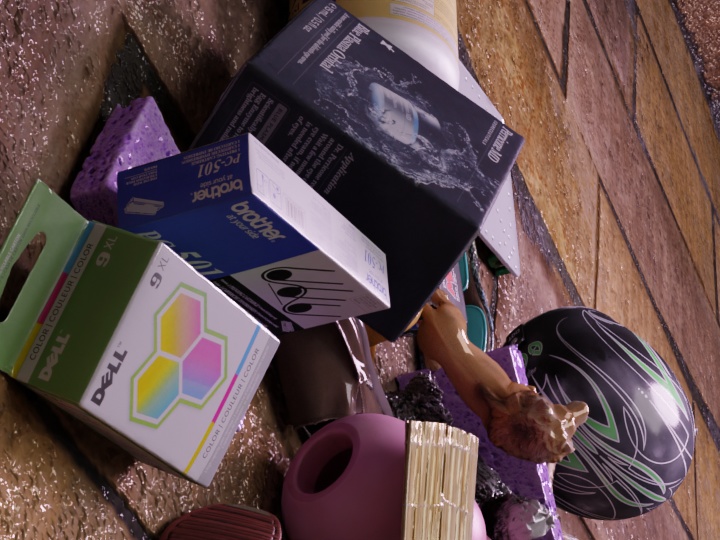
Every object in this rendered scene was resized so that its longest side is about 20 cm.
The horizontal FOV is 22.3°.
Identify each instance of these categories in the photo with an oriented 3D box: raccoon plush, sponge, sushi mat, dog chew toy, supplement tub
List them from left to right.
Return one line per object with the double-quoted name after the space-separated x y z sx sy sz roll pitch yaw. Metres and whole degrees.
-0.121 -0.002 1.201 0.112 0.030 0.200 -73 144 -54 "sponge"
0.010 -0.197 1.536 0.145 0.145 0.200 51 31 -49 "supplement tub"
0.034 0.193 1.329 0.200 0.124 0.125 45 34 -31 "dog chew toy"
0.051 0.204 1.242 0.096 0.012 0.201 22 67 -53 "sushi mat"
0.081 0.146 1.459 0.097 0.200 0.134 -13 89 -43 "raccoon plush"
0.106 0.174 1.583 0.030 0.111 0.201 -2 78 -67 "sponge"

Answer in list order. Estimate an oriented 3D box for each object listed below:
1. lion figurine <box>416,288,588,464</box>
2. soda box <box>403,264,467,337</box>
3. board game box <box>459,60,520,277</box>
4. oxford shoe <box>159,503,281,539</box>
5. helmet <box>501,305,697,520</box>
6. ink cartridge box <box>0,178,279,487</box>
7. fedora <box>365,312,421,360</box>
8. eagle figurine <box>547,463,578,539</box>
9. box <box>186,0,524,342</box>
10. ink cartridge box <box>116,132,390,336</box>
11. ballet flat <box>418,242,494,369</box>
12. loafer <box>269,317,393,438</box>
0.095 0.083 1.482 0.200 0.073 0.122 39 1 7 "lion figurine"
0.043 -0.047 1.638 0.071 0.063 0.201 29 50 -63 "soda box"
0.116 -0.117 1.930 0.200 0.026 0.201 44 37 -55 "board game box"
-0.098 0.208 1.122 0.200 0.070 0.075 -54 153 -66 "oxford shoe"
0.231 0.149 1.799 0.200 0.200 0.191 55 5 -43 "helmet"
-0.134 0.041 1.058 0.104 0.059 0.200 -64 146 -14 "ink cartridge box"
0.000 0.000 1.462 0.201 0.082 0.201 -14 90 -71 "fedora"
0.156 0.260 1.685 0.152 0.151 0.200 -37 154 -27 "eagle figurine"
-0.004 -0.081 1.333 0.200 0.118 0.197 36 27 -2 "box"
-0.064 -0.017 1.163 0.200 0.094 0.044 40 40 -56 "ink cartridge box"
0.089 0.041 1.702 0.074 0.074 0.201 44 40 -55 "ballet flat"
-0.025 0.083 1.355 0.071 0.073 0.200 -78 147 -50 "loafer"
